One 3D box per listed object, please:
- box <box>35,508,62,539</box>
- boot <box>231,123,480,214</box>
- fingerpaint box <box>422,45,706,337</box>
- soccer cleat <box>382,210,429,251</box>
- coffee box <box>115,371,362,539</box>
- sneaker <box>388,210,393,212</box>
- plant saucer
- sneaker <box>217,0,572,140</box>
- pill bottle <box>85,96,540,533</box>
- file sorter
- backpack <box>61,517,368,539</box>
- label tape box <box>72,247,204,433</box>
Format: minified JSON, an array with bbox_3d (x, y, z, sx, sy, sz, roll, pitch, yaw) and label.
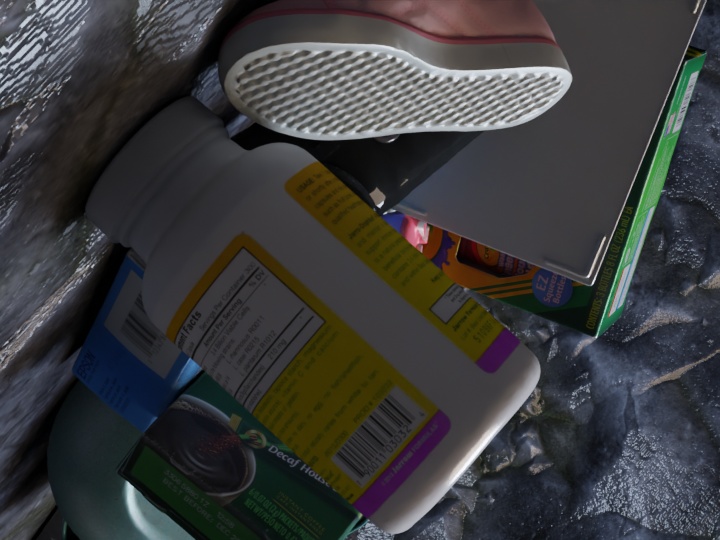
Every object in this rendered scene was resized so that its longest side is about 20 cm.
[{"bbox_3d":[-0.175,0.228,1.289,0.200,0.158,0.048,-51,176,33],"label":"box"},{"bbox_3d":[0.029,-0.051,0.826,0.200,0.165,0.066,-46,-169,-35],"label":"boot"},{"bbox_3d":[0.124,-0.079,1.077,0.073,0.166,0.201,-26,135,-63],"label":"fingerpaint box"},{"bbox_3d":[0.000,0.000,1.012,0.200,0.076,0.067,112,-15,-84],"label":"soccer cleat"},{"bbox_3d":[-0.037,0.090,0.895,0.044,0.123,0.200,-54,174,37],"label":"coffee box"},{"bbox_3d":[-0.005,-0.047,1.206,0.081,0.075,0.200,-38,163,-21],"label":"sneaker"},{"bbox_3d":[-0.097,0.128,0.992,0.201,0.201,0.039,-49,-153,14],"label":"plant saucer"},{"bbox_3d":[0.006,-0.123,0.737,0.200,0.105,0.075,-4,154,-40],"label":"sneaker"},{"bbox_3d":[-0.025,0.015,0.691,0.104,0.200,0.104,-47,175,-5],"label":"pill bottle"},{"bbox_3d":[0.116,-0.120,0.954,0.125,0.138,0.201,-50,161,-73],"label":"file sorter"},{"bbox_3d":[-0.110,0.147,1.113,0.200,0.176,0.153,-46,-154,15],"label":"backpack"},{"bbox_3d":[-0.067,-0.015,0.896,0.200,0.066,0.143,-50,177,-36],"label":"label tape box"}]
